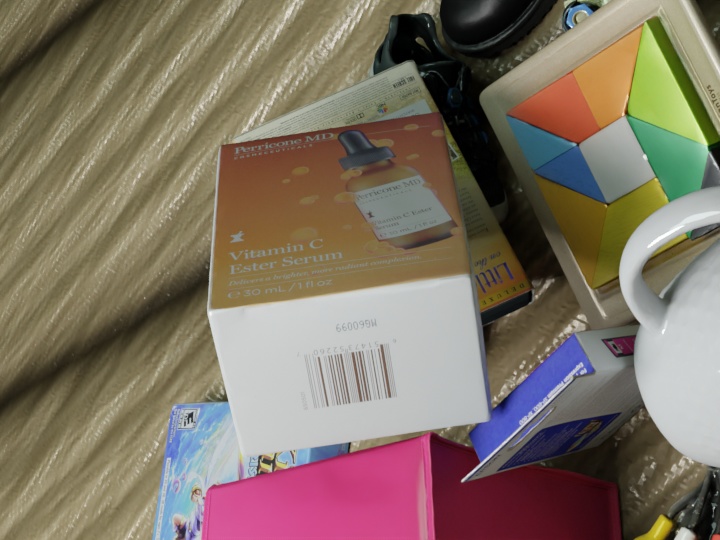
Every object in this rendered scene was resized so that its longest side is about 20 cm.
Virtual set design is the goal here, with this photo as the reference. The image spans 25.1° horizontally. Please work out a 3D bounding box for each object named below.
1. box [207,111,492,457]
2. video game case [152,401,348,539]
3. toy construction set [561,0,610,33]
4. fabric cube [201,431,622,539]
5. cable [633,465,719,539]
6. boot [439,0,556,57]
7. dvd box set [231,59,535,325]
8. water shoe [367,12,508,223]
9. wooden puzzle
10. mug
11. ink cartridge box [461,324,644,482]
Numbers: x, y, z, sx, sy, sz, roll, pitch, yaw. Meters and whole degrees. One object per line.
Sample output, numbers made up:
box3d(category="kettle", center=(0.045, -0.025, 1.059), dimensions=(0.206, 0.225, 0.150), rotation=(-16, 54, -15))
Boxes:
box3d(category="box", center=(-0.008, 0.003, 0.990), dimensions=(0.151, 0.107, 0.200), rotation=(-9, 32, 2))
box3d(category="video game case", center=(-0.094, 0.204, 1.281), dimensions=(0.181, 0.045, 0.201), rotation=(-7, 71, 44))
box3d(category="toy construction set", center=(0.204, -0.154, 1.071), dimensions=(0.130, 0.092, 0.201), rotation=(-14, 72, 16))
box3d(category="fabric cube", center=(0.034, 0.230, 1.021), dimensions=(0.199, 0.199, 0.197), rotation=(-18, 62, 40))
box3d(category="cable", center=(0.213, 0.138, 0.977), dimensions=(0.097, 0.050, 0.201), rotation=(16, 88, 43))
box3d(category="boot", center=(0.091, -0.262, 1.166), dimensions=(0.211, 0.157, 0.080), rotation=(-50, 46, 23))
box3d(category="dvd box set", center=(0.014, -0.036, 1.128), dimensions=(0.146, 0.029, 0.201), rotation=(-25, 67, -5))
box3d(category="water shoe", center=(0.054, -0.115, 1.200), dimensions=(0.079, 0.071, 0.200), rotation=(101, 151, -43))
box3d(category="wooden puzzle", center=(0.169, -0.070, 1.029), dimensions=(0.200, 0.037, 0.186), rotation=(-33, 80, 49))
box3d(category="mug", center=(0.230, 0.023, 0.891), dimensions=(0.175, 0.200, 0.148), rotation=(-29, 37, 37))
box3d(category="ink cartridge box", center=(0.129, 0.077, 0.978), dimensions=(0.095, 0.200, 0.037), rotation=(-46, 71, 23))
